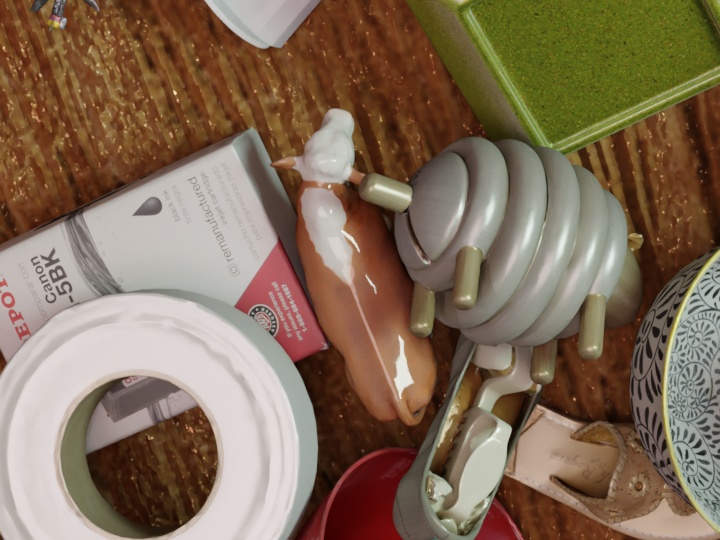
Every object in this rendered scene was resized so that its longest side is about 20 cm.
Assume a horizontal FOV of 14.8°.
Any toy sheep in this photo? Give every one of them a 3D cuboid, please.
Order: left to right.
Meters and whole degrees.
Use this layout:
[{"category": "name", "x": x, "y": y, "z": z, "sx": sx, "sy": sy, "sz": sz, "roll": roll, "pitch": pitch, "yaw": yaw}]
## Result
[{"category": "toy sheep", "x": 0.087, "y": -0.015, "z": 1.669, "sx": 0.199, "sy": 0.138, "sz": 0.138, "roll": 24, "pitch": 104, "yaw": -27}]

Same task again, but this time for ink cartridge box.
[{"category": "ink cartridge box", "x": -0.131, "y": 0.018, "z": 1.770, "sx": 0.199, "sy": 0.083, "sz": 0.147, "roll": -25, "pitch": 96, "yaw": 12}]

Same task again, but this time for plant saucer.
[{"category": "plant saucer", "x": 0.142, "y": -0.153, "z": 1.661, "sx": 0.199, "sy": 0.048, "sz": 0.200, "roll": -25, "pitch": 130, "yaw": 12}]

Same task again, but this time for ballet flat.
[{"category": "ballet flat", "x": 0.083, "y": 0.085, "z": 1.715, "sx": 0.067, "sy": 0.064, "sz": 0.201, "roll": 32, "pitch": 70, "yaw": -20}]

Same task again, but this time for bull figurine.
[{"category": "bull figurine", "x": 0.000, "y": 0.000, "z": 1.723, "sx": 0.065, "sy": 0.121, "sz": 0.201, "roll": -16, "pitch": 91, "yaw": 8}]

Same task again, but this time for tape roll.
[{"category": "tape roll", "x": -0.129, "y": 0.113, "z": 1.693, "sx": 0.201, "sy": 0.071, "sz": 0.204, "roll": 0, "pitch": 91, "yaw": 8}]

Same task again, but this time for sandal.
[{"category": "sandal", "x": 0.150, "y": 0.128, "z": 1.751, "sx": 0.211, "sy": 0.070, "sz": 0.078, "roll": 20, "pitch": 102, "yaw": 5}]

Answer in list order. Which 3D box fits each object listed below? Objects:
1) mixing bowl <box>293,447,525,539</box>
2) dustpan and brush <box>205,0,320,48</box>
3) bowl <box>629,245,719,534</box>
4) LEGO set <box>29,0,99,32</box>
[{"category": "mixing bowl", "x": 0.015, "y": 0.223, "z": 1.744, "sx": 0.108, "sy": 0.200, "sz": 0.201, "roll": -30, "pitch": 94, "yaw": 39}, {"category": "dustpan and brush", "x": -0.082, "y": -0.237, "z": 1.699, "sx": 0.200, "sy": 0.057, "sz": 0.140, "roll": 38, "pitch": 101, "yaw": -18}, {"category": "bowl", "x": 0.230, "y": 0.067, "z": 1.700, "sx": 0.200, "sy": 0.094, "sz": 0.202, "roll": -3, "pitch": 95, "yaw": -36}, {"category": "LEGO set", "x": -0.208, "y": -0.261, "z": 1.717, "sx": 0.200, "sy": 0.116, "sz": 0.154, "roll": 39, "pitch": 103, "yaw": 1}]
